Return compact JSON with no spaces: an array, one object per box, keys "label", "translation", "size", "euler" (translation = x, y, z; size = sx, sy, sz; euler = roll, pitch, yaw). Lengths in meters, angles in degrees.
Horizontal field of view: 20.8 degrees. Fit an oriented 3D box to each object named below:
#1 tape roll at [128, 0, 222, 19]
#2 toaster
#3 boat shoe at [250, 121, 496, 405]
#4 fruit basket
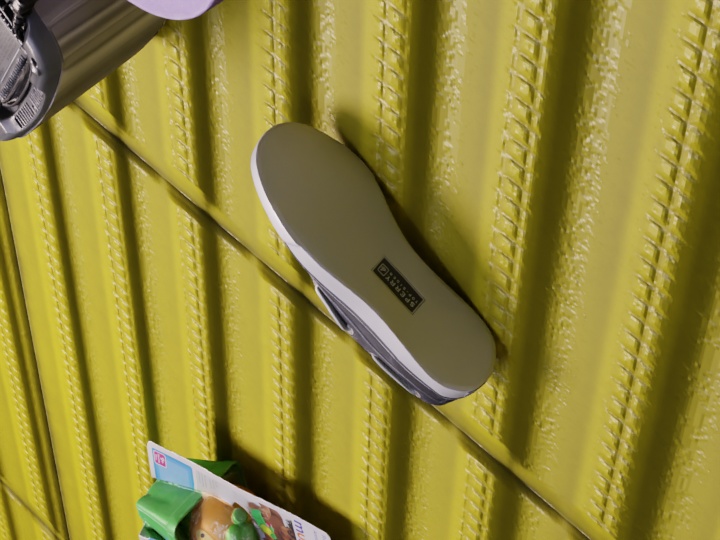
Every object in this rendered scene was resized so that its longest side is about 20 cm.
[{"label":"tape roll","translation":[-0.109,-0.243,1.059],"size":[0.200,0.085,0.201],"euler":[38,149,28]},{"label":"toaster","translation":[-0.190,-0.173,1.222],"size":[0.114,0.129,0.200],"euler":[52,154,0]},{"label":"boat shoe","translation":[0.000,0.000,1.196],"size":[0.200,0.072,0.068],"euler":[47,152,-3]},{"label":"fruit basket","translation":[-0.090,0.243,1.599],"size":[0.199,0.094,0.186],"euler":[27,144,36]}]
